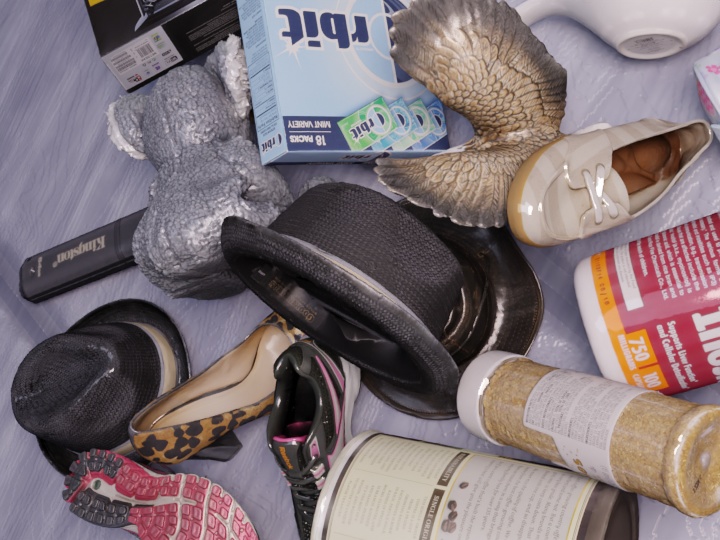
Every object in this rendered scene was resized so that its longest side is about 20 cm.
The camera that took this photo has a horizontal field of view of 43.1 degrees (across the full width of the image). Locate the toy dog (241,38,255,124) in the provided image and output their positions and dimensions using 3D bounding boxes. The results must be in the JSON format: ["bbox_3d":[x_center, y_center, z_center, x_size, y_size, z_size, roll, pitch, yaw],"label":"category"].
[{"bbox_3d":[-0.105,-0.235,0.882,0.132,0.096,0.201,-33,66,10],"label":"toy dog"}]

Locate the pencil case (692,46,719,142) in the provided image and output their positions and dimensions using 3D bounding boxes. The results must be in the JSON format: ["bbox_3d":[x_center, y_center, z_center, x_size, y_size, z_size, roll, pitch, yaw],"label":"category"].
[{"bbox_3d":[0.340,-0.155,0.644,0.199,0.083,0.091,-26,45,20],"label":"pencil case"}]

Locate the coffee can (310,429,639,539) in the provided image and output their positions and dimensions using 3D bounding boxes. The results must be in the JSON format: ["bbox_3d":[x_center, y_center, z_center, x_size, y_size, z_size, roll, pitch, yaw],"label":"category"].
[{"bbox_3d":[0.084,0.203,0.654,0.199,0.146,0.147,6,81,28],"label":"coffee can"}]

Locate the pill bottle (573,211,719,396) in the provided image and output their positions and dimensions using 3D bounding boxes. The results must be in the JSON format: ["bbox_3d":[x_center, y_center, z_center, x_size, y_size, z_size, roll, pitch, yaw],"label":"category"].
[{"bbox_3d":[0.259,0.014,0.628,0.199,0.113,0.114,-21,69,22],"label":"pill bottle"}]

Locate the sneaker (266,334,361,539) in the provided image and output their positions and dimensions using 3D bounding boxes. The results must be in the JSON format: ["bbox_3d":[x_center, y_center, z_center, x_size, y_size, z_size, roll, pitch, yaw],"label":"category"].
[{"bbox_3d":[-0.044,0.151,0.751,0.080,0.086,0.201,-9,90,27],"label":"sneaker"}]

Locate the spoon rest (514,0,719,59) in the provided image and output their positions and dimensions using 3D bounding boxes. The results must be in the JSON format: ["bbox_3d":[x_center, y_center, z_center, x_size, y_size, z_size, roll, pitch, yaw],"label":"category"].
[{"bbox_3d":[0.189,-0.199,0.734,0.199,0.099,0.061,-4,78,37],"label":"spoon rest"}]

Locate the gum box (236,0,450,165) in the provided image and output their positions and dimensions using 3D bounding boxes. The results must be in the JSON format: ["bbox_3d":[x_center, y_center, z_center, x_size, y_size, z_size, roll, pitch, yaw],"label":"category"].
[{"bbox_3d":[-0.016,-0.191,0.768,0.044,0.169,0.201,-16,81,54],"label":"gum box"}]

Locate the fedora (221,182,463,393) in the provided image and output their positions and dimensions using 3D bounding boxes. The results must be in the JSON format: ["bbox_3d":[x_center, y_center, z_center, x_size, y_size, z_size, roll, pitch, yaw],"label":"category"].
[{"bbox_3d":[0.000,0.000,0.655,0.200,0.201,0.092,25,70,29],"label":"fedora"}]

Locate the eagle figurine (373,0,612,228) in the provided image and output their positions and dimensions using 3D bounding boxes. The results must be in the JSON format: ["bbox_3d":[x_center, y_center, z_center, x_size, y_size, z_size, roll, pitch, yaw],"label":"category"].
[{"bbox_3d":[0.100,-0.097,0.686,0.151,0.200,0.152,-44,62,10],"label":"eagle figurine"}]

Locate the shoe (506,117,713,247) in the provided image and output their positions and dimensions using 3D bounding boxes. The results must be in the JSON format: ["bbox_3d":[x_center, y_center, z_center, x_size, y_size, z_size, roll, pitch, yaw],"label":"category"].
[{"bbox_3d":[0.181,-0.071,0.649,0.053,0.199,0.070,-5,107,53],"label":"shoe"}]

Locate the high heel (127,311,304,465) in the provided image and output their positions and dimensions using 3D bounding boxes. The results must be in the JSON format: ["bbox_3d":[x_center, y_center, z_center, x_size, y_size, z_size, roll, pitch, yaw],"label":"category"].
[{"bbox_3d":[-0.107,0.085,0.781,0.071,0.142,0.200,39,97,29],"label":"high heel"}]

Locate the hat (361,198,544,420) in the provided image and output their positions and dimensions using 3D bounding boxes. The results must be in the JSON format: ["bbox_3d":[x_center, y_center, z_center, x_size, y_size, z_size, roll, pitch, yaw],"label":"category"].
[{"bbox_3d":[0.046,0.021,0.754,0.200,0.081,0.202,-7,75,27],"label":"hat"}]

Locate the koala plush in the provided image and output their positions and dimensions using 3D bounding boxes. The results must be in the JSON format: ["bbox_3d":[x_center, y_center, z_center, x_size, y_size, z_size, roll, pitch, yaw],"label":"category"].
[{"bbox_3d":[-0.132,-0.092,0.793,0.177,0.184,0.201,-21,80,24],"label":"koala plush"}]

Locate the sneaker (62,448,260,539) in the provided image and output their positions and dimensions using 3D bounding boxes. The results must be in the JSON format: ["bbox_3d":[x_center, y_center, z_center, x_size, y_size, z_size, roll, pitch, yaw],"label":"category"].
[{"bbox_3d":[-0.166,0.211,0.807,0.199,0.075,0.081,19,79,28],"label":"sneaker"}]

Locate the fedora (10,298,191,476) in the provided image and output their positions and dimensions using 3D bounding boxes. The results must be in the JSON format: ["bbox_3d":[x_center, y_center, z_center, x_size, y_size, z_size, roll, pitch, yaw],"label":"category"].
[{"bbox_3d":[-0.265,0.113,0.883,0.200,0.092,0.202,-6,76,26],"label":"fedora"}]

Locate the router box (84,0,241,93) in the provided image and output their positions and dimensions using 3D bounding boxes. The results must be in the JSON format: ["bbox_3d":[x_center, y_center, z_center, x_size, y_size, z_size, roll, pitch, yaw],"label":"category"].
[{"bbox_3d":[-0.160,-0.275,0.855,0.199,0.052,0.158,-27,54,3],"label":"router box"}]

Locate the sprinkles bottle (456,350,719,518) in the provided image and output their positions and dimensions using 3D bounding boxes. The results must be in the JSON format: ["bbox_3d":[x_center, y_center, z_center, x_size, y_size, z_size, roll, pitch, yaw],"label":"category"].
[{"bbox_3d":[0.150,0.102,0.607,0.200,0.068,0.069,9,81,57],"label":"sprinkles bottle"}]

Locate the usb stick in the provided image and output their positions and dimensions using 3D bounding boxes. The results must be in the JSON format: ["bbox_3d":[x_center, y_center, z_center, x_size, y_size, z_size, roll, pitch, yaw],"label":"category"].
[{"bbox_3d":[-0.278,-0.017,0.957,0.199,0.033,0.056,-19,71,22],"label":"usb stick"}]
